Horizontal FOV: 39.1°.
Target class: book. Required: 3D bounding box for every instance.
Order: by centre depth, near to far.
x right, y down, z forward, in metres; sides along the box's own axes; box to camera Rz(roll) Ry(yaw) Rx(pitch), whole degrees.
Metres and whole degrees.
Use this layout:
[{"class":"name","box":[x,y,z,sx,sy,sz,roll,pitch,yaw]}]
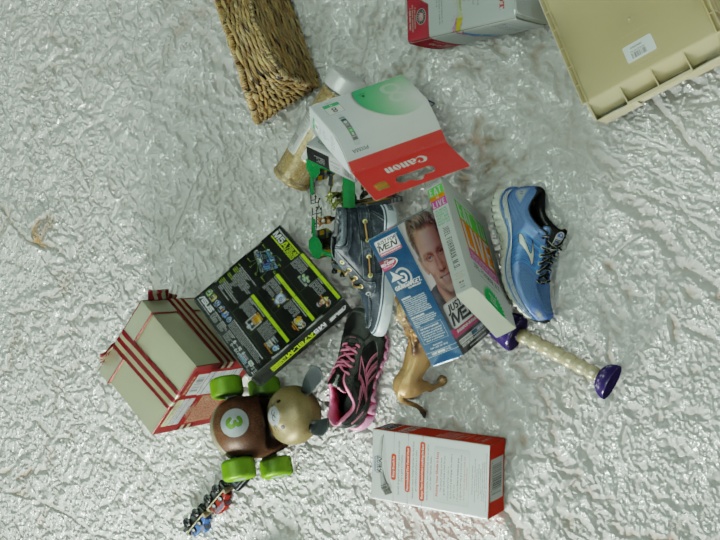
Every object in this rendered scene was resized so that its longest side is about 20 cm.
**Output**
[{"class":"book","box":[0.149,-0.020,1.412,0.048,0.134,0.201,-27,51,19]}]

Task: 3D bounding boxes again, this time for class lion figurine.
[{"class":"lion figurine","box":[0.084,0.130,1.506,0.072,0.122,0.201,11,97,32]}]

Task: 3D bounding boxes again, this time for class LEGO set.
[{"class":"LEGO set","box":[-0.001,-0.100,1.583,0.153,0.115,0.201,10,109,51]}]

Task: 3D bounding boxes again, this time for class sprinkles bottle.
[{"class":"sprinkles bottle","box":[-0.065,-0.226,1.628,0.068,0.068,0.201,42,112,24]}]

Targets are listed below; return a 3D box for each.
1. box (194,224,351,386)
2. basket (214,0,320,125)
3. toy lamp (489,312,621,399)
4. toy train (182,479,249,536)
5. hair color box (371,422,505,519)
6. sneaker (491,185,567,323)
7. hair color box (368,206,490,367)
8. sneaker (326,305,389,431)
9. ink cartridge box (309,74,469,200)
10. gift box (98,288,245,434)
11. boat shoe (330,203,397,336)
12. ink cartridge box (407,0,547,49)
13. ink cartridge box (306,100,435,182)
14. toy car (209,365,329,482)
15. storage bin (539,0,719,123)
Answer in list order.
[{"class":"box","box":[-0.144,0.053,1.628,0.193,0.048,0.200,-40,55,-5]},{"class":"basket","box":[-0.182,-0.358,1.655,0.148,0.142,0.201,-25,78,29]},{"class":"toy lamp","box":[0.266,0.114,1.431,0.199,0.058,0.059,30,106,29]},{"class":"toy train","box":[-0.247,0.400,1.773,0.046,0.034,0.200,44,112,10]},{"class":"hair color box","box":[0.115,0.298,1.524,0.199,0.064,0.112,3,93,31]},{"class":"sneaker","box":[0.246,-0.026,1.429,0.089,0.078,0.201,-14,83,34]},{"class":"hair color box","box":[0.100,0.022,1.425,0.060,0.100,0.201,-26,93,37]},{"class":"sneaker","box":[-0.014,0.156,1.586,0.079,0.095,0.201,6,93,33]},{"class":"ink cartridge box","box":[0.040,-0.195,1.455,0.200,0.160,0.050,50,154,42]},{"class":"gift box","box":[-0.323,0.146,1.723,0.187,0.200,0.185,45,107,25]},{"class":"boat shoe","box":[0.000,0.000,1.503,0.071,0.090,0.202,-130,41,-71]},{"class":"ink cartridge box","box":[0.165,-0.407,1.449,0.199,0.083,0.147,0,90,45]},{"class":"ink cartridge box","box":[0.018,-0.211,1.529,0.094,0.200,0.037,28,143,28]},{"class":"toy car","box":[-0.126,0.231,1.606,0.199,0.157,0.165,-26,68,39]},{"class":"storage bin","box":[0.368,-0.324,1.339,0.199,0.094,0.200,-26,78,29]}]
